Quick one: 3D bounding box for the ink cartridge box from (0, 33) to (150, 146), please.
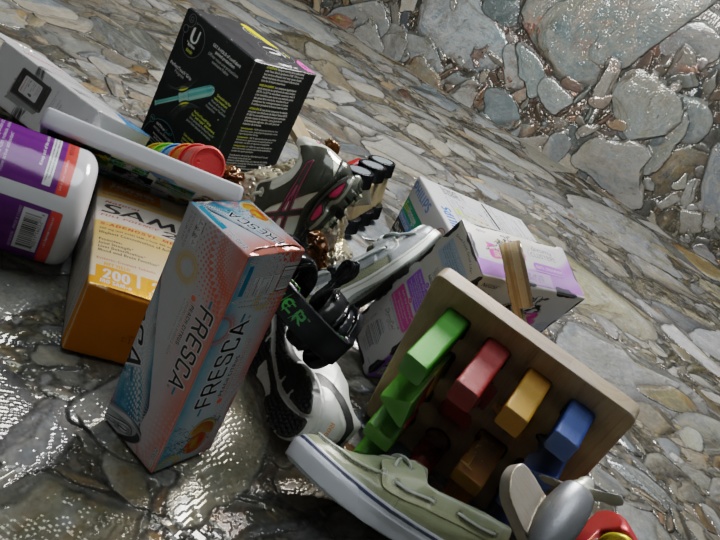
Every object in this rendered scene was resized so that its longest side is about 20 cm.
[{"bbox_3d":[-0.364,-0.199,0.934,0.199,0.067,0.116,36,5,15],"label":"ink cartridge box"}]

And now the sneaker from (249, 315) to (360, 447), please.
[{"bbox_3d":[-0.060,0.094,0.752,0.080,0.074,0.201,31,22,-37],"label":"sneaker"}]

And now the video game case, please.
[{"bbox_3d":[-0.239,-0.096,0.827,0.198,0.022,0.182,22,-16,-20],"label":"video game case"}]

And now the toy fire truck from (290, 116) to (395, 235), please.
[{"bbox_3d":[-0.060,-0.163,1.221,0.198,0.130,0.176,22,21,13],"label":"toy fire truck"}]

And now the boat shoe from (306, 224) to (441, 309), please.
[{"bbox_3d":[-0.001,0.001,0.859,0.065,0.200,0.075,56,-9,14],"label":"boat shoe"}]

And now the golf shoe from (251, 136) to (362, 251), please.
[{"bbox_3d":[-0.087,-0.045,0.819,0.088,0.200,0.077,44,5,1],"label":"golf shoe"}]

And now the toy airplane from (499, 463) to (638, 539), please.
[{"bbox_3d":[0.178,0.257,0.579,0.199,0.140,0.201,34,40,-40],"label":"toy airplane"}]

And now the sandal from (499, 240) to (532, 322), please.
[{"bbox_3d":[0.138,0.084,0.736,0.069,0.215,0.078,-11,1,12],"label":"sandal"}]

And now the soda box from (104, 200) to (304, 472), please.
[{"bbox_3d":[-0.119,0.049,0.581,0.068,0.202,0.063,39,25,25],"label":"soda box"}]

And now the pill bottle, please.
[{"bbox_3d":[-0.346,-0.085,0.699,0.198,0.113,0.113,19,24,-24],"label":"pill bottle"}]

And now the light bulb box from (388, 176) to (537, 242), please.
[{"bbox_3d":[0.162,-0.014,1.151,0.198,0.126,0.199,20,25,-22],"label":"light bulb box"}]

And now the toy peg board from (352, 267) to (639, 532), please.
[{"bbox_3d":[0.095,0.144,0.681,0.198,0.201,0.098,37,42,14],"label":"toy peg board"}]

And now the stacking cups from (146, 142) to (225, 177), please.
[{"bbox_3d":[-0.202,-0.122,0.901,0.060,0.061,0.199,14,-3,-32],"label":"stacking cups"}]

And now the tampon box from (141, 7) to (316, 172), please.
[{"bbox_3d":[-0.183,-0.221,1.064,0.150,0.202,0.126,41,25,26],"label":"tampon box"}]

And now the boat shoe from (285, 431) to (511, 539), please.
[{"bbox_3d":[0.032,0.184,0.639,0.199,0.062,0.072,35,-11,-5],"label":"boat shoe"}]

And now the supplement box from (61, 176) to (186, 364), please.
[{"bbox_3d":[-0.204,0.002,0.741,0.125,0.074,0.201,19,25,-26],"label":"supplement box"}]

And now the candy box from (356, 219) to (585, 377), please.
[{"bbox_3d":[0.115,0.045,0.862,0.166,0.200,0.072,11,48,-36],"label":"candy box"}]

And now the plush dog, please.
[{"bbox_3d":[-0.084,-0.075,0.927,0.199,0.162,0.172,34,20,7],"label":"plush dog"}]

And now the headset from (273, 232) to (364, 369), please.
[{"bbox_3d":[-0.042,0.016,0.682,0.124,0.094,0.200,49,0,7],"label":"headset"}]
